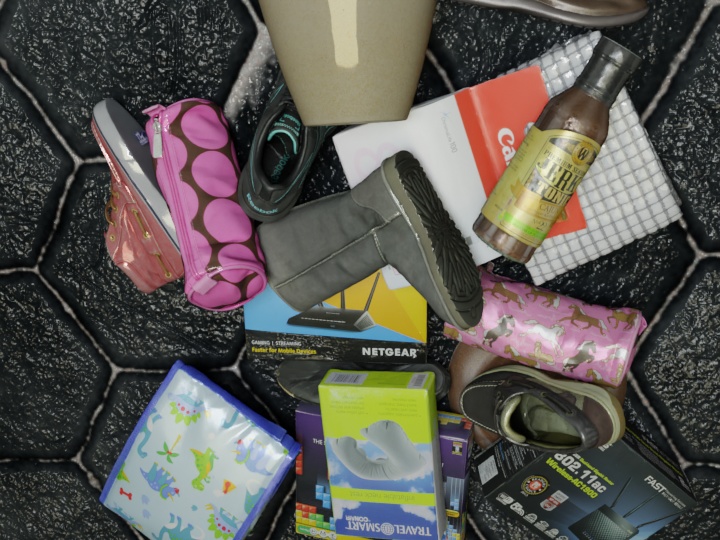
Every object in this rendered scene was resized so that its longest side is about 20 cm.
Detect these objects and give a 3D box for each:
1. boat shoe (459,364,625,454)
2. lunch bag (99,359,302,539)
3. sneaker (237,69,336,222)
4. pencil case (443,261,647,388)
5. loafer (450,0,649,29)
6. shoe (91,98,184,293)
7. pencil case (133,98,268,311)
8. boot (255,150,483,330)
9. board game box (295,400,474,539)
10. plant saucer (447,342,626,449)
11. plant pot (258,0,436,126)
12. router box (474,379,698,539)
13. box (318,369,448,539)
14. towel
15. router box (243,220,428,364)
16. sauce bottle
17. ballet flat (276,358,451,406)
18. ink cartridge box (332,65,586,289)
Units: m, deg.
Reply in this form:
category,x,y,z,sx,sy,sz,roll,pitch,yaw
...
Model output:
category,x,y,z,sx,sy,sz,roll,pitch,yaw
boat shoe,0.162,0.138,0.908,0.199,0.065,0.073,2,102,52
lunch bag,-0.173,0.216,1.033,0.169,0.128,0.201,33,122,5
sneaker,-0.055,-0.143,0.871,0.074,0.079,0.203,20,77,-6
pencil case,0.183,0.054,0.933,0.197,0.083,0.088,18,96,15
loafer,0.166,-0.266,0.834,0.196,0.073,0.072,10,112,3
shoe,-0.242,-0.072,0.966,0.090,0.072,0.202,-26,109,13
pencil case,-0.155,-0.065,0.900,0.090,0.094,0.203,-25,72,15
boot,0.002,0.001,0.867,0.199,0.072,0.184,-29,83,33
board game box,0.025,0.234,1.044,0.196,0.057,0.168,7,114,15
plant saucer,0.193,0.134,1.011,0.197,0.037,0.204,3,111,6
plant pot,-0.011,-0.228,0.790,0.184,0.187,0.204,-2,99,8
router box,0.243,0.226,0.994,0.199,0.063,0.150,37,113,-26
box,0.026,0.206,0.977,0.120,0.048,0.203,0,109,18
towel,0.195,-0.110,0.887,0.164,0.086,0.202,-25,101,24
router box,-0.026,0.020,0.983,0.196,0.051,0.152,0,109,7
sauce bottle,0.171,-0.104,0.802,0.064,0.065,0.202,27,107,-4
ballet flat,0.002,0.126,1.024,0.196,0.057,0.068,3,70,12
ink cartridge box,0.090,-0.082,0.861,0.197,0.057,0.165,-12,106,30
